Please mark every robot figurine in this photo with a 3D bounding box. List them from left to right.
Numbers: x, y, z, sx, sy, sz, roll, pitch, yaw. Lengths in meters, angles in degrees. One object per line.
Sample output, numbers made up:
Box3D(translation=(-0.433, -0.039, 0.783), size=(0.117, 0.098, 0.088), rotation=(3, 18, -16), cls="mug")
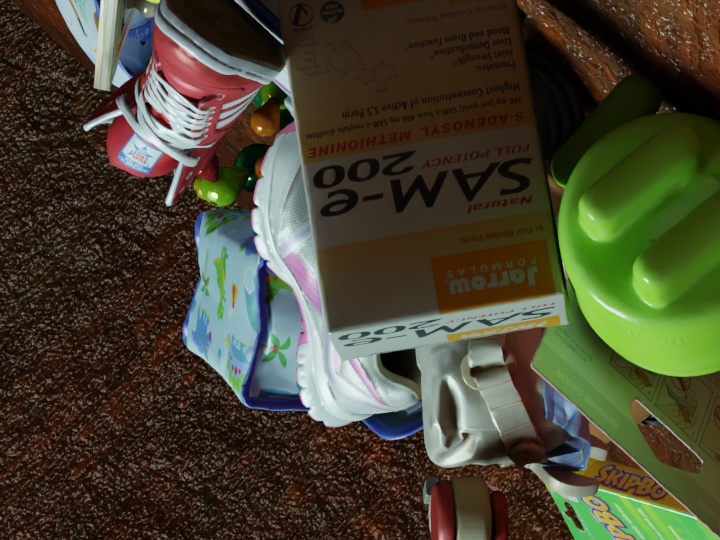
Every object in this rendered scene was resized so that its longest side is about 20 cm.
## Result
Box3D(translation=(0.164, -0.011, 1.416), size=(0.176, 0.116, 0.200), rotation=(49, 178, 17), cls="robot figurine")

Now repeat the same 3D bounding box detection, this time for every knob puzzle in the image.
Box3D(translation=(-0.115, -0.231, 1.593), size=(0.030, 0.220, 0.220), rotation=(11, 173, 0), cls="knob puzzle")

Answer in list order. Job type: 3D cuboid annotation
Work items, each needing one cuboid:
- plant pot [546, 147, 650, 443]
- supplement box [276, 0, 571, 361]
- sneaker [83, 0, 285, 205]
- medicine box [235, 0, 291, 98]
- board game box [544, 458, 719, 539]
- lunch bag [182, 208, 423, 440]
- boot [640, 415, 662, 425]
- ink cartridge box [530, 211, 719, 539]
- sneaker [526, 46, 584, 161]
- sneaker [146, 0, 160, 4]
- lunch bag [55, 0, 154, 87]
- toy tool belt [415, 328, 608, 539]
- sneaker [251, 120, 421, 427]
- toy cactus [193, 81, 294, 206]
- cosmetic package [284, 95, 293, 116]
Box3D(translation=(0.139, 0.017, 1.696), size=(0.200, 0.140, 0.200), rotation=(43, 174, 6), cls="plant pot")
Box3D(translation=(0.032, -0.064, 1.431), size=(0.074, 0.126, 0.200), rotation=(65, -165, -75), cls="supplement box")
Box3D(translation=(-0.099, -0.092, 1.459), size=(0.071, 0.112, 0.200), rotation=(43, -174, 3), cls="sneaker")
Box3D(translation=(-0.012, -0.159, 1.630), size=(0.182, 0.103, 0.200), rotation=(43, 175, 1), cls="medicine box")
Box3D(translation=(0.209, 0.166, 1.682), size=(0.200, 0.030, 0.096), rotation=(12, 147, 34), cls="board game box")
Box3D(translation=(-0.002, 0.032, 1.825), size=(0.200, 0.128, 0.170), rotation=(3, -167, -19), cls="lunch bag")
Box3D(translation=(0.178, 0.090, 1.812), size=(0.200, 0.174, 0.069), rotation=(-145, 54, -65), cls="boot")
Box3D(translation=(0.176, 0.055, 1.541), size=(0.200, 0.174, 0.044), rotation=(42, 142, -20), cls="ink cartridge box")
Box3D(translation=(0.077, -0.064, 1.631), size=(0.071, 0.099, 0.200), rotation=(50, 158, 7), cls="sneaker")
Box3D(translation=(-0.084, -0.219, 1.451), size=(0.081, 0.074, 0.200), rotation=(35, 136, -5), cls="sneaker")
Box3D(translation=(-0.146, -0.209, 1.800), size=(0.170, 0.124, 0.200), rotation=(-157, 58, -74), cls="lunch bag")
Box3D(translation=(0.098, 0.068, 1.553), size=(0.125, 0.123, 0.200), rotation=(99, 170, -65), cls="toy tool belt")
Box3D(translation=(0.000, 0.000, 1.670), size=(0.088, 0.081, 0.200), rotation=(-1, 115, 37), cls="sneaker")
Box3D(translation=(-0.060, -0.103, 1.884), size=(0.102, 0.200, 0.165), rotation=(-3, 139, 22), cls="toy cactus")
Box3D(translation=(0.029, -0.091, 1.867), size=(0.074, 0.102, 0.200), rotation=(41, 175, 27), cls="cosmetic package")
